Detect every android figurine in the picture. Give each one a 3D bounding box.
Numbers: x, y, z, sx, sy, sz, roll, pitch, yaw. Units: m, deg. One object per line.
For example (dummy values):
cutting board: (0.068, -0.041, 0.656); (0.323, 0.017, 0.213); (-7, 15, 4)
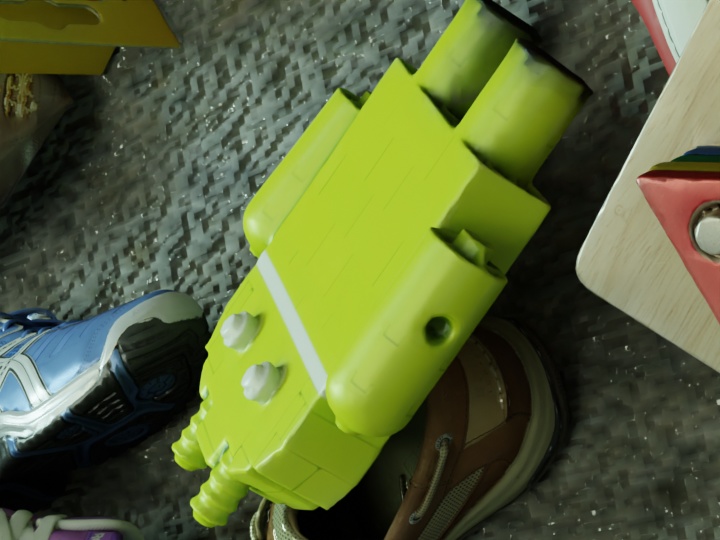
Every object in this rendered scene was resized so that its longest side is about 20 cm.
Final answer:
android figurine: (0.000, 0.000, 0.845); (0.200, 0.041, 0.182); (-53, 23, 12)

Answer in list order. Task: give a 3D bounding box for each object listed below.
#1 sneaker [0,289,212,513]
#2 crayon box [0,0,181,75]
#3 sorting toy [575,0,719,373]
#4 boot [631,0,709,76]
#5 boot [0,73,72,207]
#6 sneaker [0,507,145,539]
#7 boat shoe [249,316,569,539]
sneaker: (-0.136, 0.047, 1.013); (0.200, 0.076, 0.077); (-31, 70, 42)
crayon box: (-0.177, -0.142, 1.013); (0.200, 0.127, 0.051); (53, 126, 30)
sorting toy: (0.173, -0.025, 0.668); (0.199, 0.070, 0.200); (33, 116, 17)
boot: (0.072, -0.118, 0.815); (0.144, 0.072, 0.200); (-34, 65, 44)
boot: (-0.196, 0.004, 1.042); (0.200, 0.064, 0.186); (-41, 33, 35)
sneaker: (-0.156, 0.106, 0.964); (0.114, 0.200, 0.073); (-17, 58, 34)
boat shoe: (-0.007, 0.092, 0.891); (0.076, 0.074, 0.200); (52, 125, 30)
